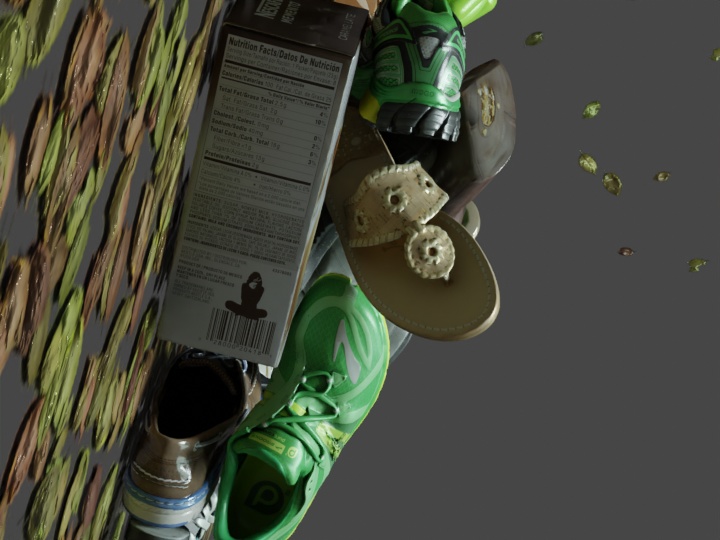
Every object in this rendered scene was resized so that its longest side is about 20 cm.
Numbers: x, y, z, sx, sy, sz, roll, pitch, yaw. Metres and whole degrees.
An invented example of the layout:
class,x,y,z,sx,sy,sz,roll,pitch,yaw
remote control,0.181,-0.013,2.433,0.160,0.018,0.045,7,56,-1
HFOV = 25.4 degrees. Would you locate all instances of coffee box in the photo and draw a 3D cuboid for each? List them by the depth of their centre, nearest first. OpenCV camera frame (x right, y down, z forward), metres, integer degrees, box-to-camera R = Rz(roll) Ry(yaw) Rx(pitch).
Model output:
class,x,y,z,sx,sy,sz,roll,pitch,yaw
coffee box,-0.059,-0.060,0.969,0.114,0.079,0.201,-81,-174,-68

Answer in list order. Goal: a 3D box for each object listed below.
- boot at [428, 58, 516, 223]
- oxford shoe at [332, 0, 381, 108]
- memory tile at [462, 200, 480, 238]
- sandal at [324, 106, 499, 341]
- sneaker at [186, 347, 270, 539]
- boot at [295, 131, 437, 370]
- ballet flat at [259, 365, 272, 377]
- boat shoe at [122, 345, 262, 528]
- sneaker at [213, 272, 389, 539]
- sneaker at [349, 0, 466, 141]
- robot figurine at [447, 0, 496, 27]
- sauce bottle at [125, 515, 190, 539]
class,x,y,z,sx,sy,sz,roll,pitch,yaw
boot,0.074,-0.114,1.165,0.200,0.064,0.188,110,-14,-66
oxford shoe,-0.022,-0.187,1.100,0.071,0.071,0.201,-65,150,-60
memory tile,0.003,-0.041,1.362,0.017,0.199,0.154,68,24,-67
sandal,0.011,-0.045,1.006,0.212,0.077,0.070,57,-2,40
sneaker,-0.114,0.149,1.163,0.072,0.079,0.201,105,0,-59
boot,0.000,0.000,1.124,0.200,0.131,0.068,-46,-143,-2
ballet flat,-0.105,0.110,1.367,0.062,0.067,0.201,-11,-123,50
boat shoe,-0.102,0.089,1.079,0.200,0.072,0.073,-74,-179,-61
sneaker,-0.038,0.100,1.027,0.084,0.074,0.201,-40,153,-79
sneaker,0.037,-0.138,1.012,0.200,0.077,0.086,-115,-144,-74
robot figurine,0.035,-0.257,1.305,0.116,0.176,0.200,-47,-149,-10
sauce bottle,-0.152,0.258,1.036,0.066,0.066,0.201,-74,-179,-82
